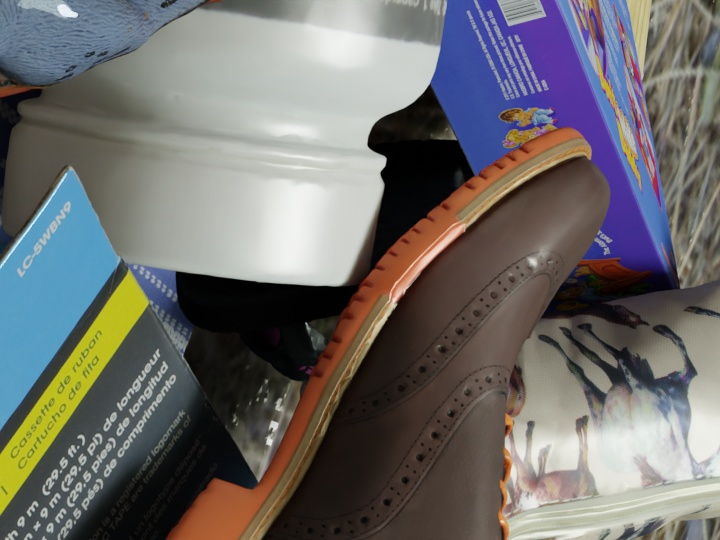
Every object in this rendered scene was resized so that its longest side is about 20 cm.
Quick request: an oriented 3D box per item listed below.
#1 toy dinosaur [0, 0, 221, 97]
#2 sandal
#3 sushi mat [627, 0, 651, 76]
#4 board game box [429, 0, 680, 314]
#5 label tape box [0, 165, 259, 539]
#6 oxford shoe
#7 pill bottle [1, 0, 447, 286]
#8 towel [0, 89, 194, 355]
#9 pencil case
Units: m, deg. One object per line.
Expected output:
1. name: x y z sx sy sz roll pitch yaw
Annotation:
1. toy dinosaur: -0.054 -0.083 0.661 0.181 0.105 0.200 1 139 -39
2. sandal: 0.001 0.000 0.876 0.200 0.075 0.048 -43 129 -72
3. sushi mat: 0.079 -0.021 1.132 0.096 0.012 0.200 -34 134 -54
4. board game box: 0.051 -0.085 0.935 0.200 0.045 0.134 60 20 -55
5. label tape box: -0.100 0.073 0.733 0.144 0.063 0.200 -55 149 -21
6. oxford shoe: 0.014 0.051 0.753 0.200 0.073 0.071 -53 168 -18
7. pill bottle: -0.029 -0.101 0.751 0.113 0.113 0.200 1 99 -63
8. towel: -0.098 0.030 0.822 0.145 0.024 0.200 41 66 -60
9. pencil case: 0.075 0.051 0.916 0.200 0.089 0.078 -10 120 -31
